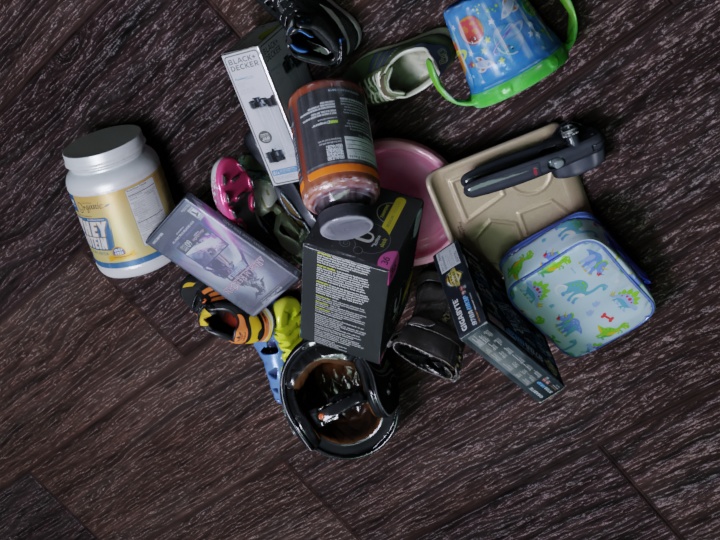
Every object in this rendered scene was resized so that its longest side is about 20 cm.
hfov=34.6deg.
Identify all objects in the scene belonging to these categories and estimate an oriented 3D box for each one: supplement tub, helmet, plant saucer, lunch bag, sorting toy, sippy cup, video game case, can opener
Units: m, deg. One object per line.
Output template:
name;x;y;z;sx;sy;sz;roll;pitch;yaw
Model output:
supplement tub;-0.033;-0.144;1.519;0.107;0.201;0.107;-7;158;-3
helmet;-0.031;0.191;1.791;0.199;0.191;0.201;-2;79;11
plant saucer;0.059;-0.103;1.666;0.200;0.051;0.201;9;123;14
lunch bag;0.303;0.020;1.595;0.161;0.083;0.200;-34;127;22
sorting toy;0.210;-0.089;1.599;0.200;0.036;0.185;-23;112;5
supplement tub;-0.360;-0.106;1.758;0.144;0.145;0.200;-4;118;22
sippy cup;0.175;-0.295;1.461;0.140;0.178;0.131;-13;111;53
video game case;-0.201;-0.019;1.684;0.200;0.019;0.143;36;140;-14
can opener;0.229;-0.139;1.525;0.199;0.063;0.079;-19;112;0

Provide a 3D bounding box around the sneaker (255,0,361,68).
sneaker;-0.094;-0.348;1.536;0.200;0.112;0.073;35;124;-3

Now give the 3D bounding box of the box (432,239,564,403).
box;0.187;0.069;1.562;0.046;0.159;0.200;-35;132;20

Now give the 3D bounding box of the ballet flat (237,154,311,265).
ballet flat;-0.122;-0.086;1.732;0.074;0.074;0.200;-36;103;33

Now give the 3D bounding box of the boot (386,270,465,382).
boot;0.144;0.096;1.671;0.200;0.174;0.069;20;131;-2

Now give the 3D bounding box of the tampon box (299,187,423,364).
tampon box;0.000;0.000;1.615;0.126;0.150;0.200;17;139;10

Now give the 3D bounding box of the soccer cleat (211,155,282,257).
soccer cleat;-0.186;-0.077;1.683;0.086;0.070;0.200;8;132;38

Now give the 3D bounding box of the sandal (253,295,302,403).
sandal;-0.134;0.124;1.865;0.087;0.079;0.201;11;119;29

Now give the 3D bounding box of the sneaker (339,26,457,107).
sneaker;0.039;-0.261;1.554;0.200;0.090;0.067;-21;111;29

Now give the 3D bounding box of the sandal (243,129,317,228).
sandal;-0.102;-0.125;1.702;0.043;0.076;0.200;-36;92;32

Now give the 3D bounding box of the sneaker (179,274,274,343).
sneaker;-0.229;0.057;1.807;0.200;0.090;0.070;27;112;34

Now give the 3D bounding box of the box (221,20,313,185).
box;-0.110;-0.234;1.608;0.060;0.117;0.200;-9;115;27
